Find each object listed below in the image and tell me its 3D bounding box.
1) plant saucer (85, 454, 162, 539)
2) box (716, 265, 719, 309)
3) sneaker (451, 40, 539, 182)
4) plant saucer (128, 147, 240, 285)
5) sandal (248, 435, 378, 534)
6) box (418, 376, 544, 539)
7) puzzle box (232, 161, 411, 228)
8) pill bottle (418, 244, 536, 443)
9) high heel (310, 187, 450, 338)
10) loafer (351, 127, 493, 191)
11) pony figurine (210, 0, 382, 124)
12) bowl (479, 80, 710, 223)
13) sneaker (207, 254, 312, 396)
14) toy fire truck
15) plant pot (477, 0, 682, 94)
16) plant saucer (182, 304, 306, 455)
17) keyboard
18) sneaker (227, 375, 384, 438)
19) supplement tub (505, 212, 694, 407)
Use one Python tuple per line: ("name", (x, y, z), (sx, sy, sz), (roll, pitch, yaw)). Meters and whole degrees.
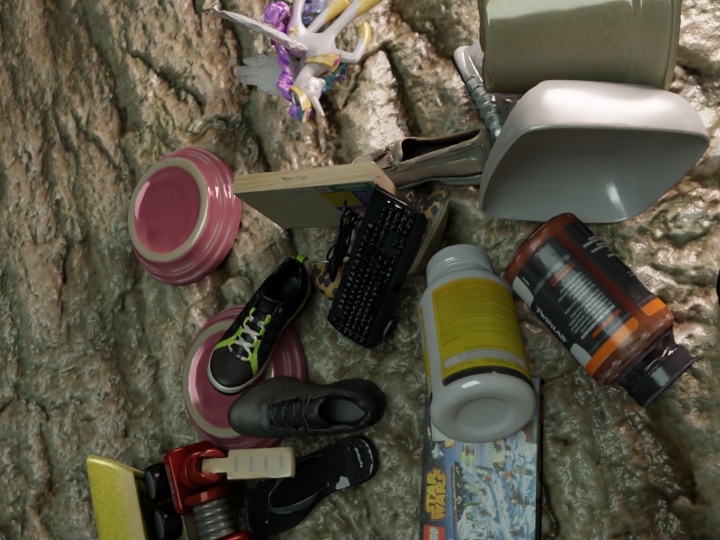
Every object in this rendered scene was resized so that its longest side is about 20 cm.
("plant saucer", (-0.288, 0.342, 0.948), (0.047, 0.200, 0.205), (-15, 72, -7))
("box", (0.372, 0.066, 0.651), (0.077, 0.199, 0.145), (-9, 77, 23))
("sneaker", (0.193, -0.210, 0.863), (0.114, 0.075, 0.204), (-29, 68, 16))
("plant saucer", (-0.268, -0.084, 1.069), (0.195, 0.051, 0.207), (-5, 79, 25))
("sandal", (-0.070, 0.265, 0.919), (0.198, 0.043, 0.077), (-36, 67, 16))
("box", (0.137, 0.221, 0.828), (0.133, 0.040, 0.206), (0, 80, 25))
("puzzle box", (-0.046, -0.091, 0.924), (0.195, 0.133, 0.026), (-1, 72, 24))
("pill bottle", (0.120, 0.072, 0.794), (0.110, 0.112, 0.203), (-22, 44, 20))
("high heel", (0.020, -0.037, 0.913), (0.141, 0.071, 0.203), (33, 104, 21))
("loafer", (0.073, -0.144, 0.901), (0.195, 0.064, 0.073), (1, 47, 28))
("pony figurine", (-0.085, -0.308, 0.989), (0.190, 0.167, 0.203), (28, 77, 19))
("bowl", (0.223, -0.122, 0.745), (0.194, 0.201, 0.077), (1, 69, -5))
("sneaker", (-0.129, 0.059, 0.919), (0.070, 0.084, 0.202), (26, 61, 14))
("toy fire truck", (-0.163, 0.292, 0.892), (0.199, 0.126, 0.180), (-34, 68, 51))
("plant pot", (0.215, -0.264, 0.767), (0.178, 0.201, 0.207), (-4, 78, 9))
("plant saucer", (-0.167, 0.146, 0.986), (0.195, 0.051, 0.207), (-5, 79, 25))
("keyboard", (0.000, 0.000, 0.861), (0.103, 0.040, 0.203), (30, 122, 16))
("sneaker", (-0.070, 0.167, 0.884), (0.194, 0.091, 0.078), (-8, 88, 6))
("supplement tub", (0.251, 0.043, 0.767), (0.107, 0.106, 0.201), (-44, 66, 12))
